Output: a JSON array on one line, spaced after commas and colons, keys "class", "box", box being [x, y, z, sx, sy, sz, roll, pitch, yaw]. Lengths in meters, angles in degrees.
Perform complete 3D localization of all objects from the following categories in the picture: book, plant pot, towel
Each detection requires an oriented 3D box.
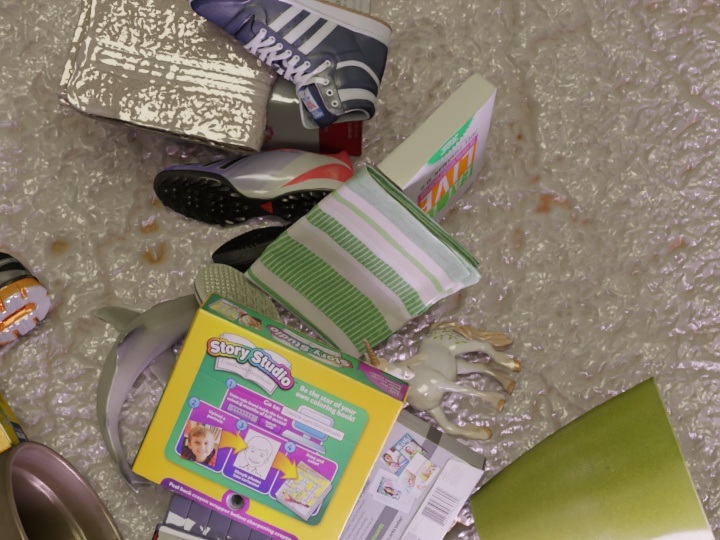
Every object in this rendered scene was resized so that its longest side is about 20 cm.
[{"class": "book", "box": [0.069, -0.099, 1.708, 0.048, 0.200, 0.134, 42, 77, 13]}, {"class": "plant pot", "box": [-0.324, 0.280, 1.602, 0.173, 0.200, 0.200, -30, 76, 10]}, {"class": "plant pot", "box": [0.210, 0.220, 1.646, 0.200, 0.187, 0.187, -21, 75, 8]}, {"class": "towel", "box": [0.000, 0.000, 1.668, 0.153, 0.200, 0.023, 40, 44, -15]}, {"class": "towel", "box": [-0.176, -0.191, 1.668, 0.200, 0.034, 0.133, 12, 78, 3]}]

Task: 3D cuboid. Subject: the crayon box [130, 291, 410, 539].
[{"class": "crayon box", "box": [-0.081, 0.140, 1.604, 0.200, 0.058, 0.173, 25, 107, 1]}]

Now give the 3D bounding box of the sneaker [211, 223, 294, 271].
[{"class": "sneaker", "box": [-0.041, 0.000, 1.742, 0.200, 0.060, 0.104, -16, 108, 20]}]

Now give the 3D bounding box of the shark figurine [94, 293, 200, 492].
[{"class": "shark figurine", "box": [-0.220, 0.100, 1.703, 0.128, 0.090, 0.215, 18, 72, 5]}]

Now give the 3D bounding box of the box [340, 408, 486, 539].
[{"class": "box", "box": [-0.007, 0.192, 1.658, 0.200, 0.041, 0.156, 29, 105, 0]}]

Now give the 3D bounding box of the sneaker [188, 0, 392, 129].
[{"class": "sneaker", "box": [-0.066, -0.195, 1.628, 0.200, 0.070, 0.109, 13, 76, -23]}]

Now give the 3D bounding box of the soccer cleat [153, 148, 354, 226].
[{"class": "soccer cleat", "box": [-0.105, -0.090, 1.780, 0.200, 0.068, 0.073, 2, 50, 3]}]

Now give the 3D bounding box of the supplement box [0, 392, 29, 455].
[{"class": "supplement box", "box": [-0.422, 0.171, 1.648, 0.200, 0.109, 0.110, -32, 84, -4]}]

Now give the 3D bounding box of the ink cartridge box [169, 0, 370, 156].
[{"class": "ink cartridge box", "box": [-0.093, -0.208, 1.765, 0.200, 0.145, 0.145, 3, 75, 0]}]

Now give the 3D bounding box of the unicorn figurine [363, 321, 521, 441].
[{"class": "unicorn figurine", "box": [0.074, 0.099, 1.681, 0.137, 0.200, 0.074, 24, 107, 7]}]

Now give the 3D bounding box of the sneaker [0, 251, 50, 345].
[{"class": "sneaker", "box": [-0.399, 0.055, 1.723, 0.200, 0.078, 0.077, -31, 56, -9]}]

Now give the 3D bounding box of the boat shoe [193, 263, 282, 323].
[{"class": "boat shoe", "box": [-0.097, 0.082, 1.715, 0.200, 0.062, 0.075, 51, 48, 5]}]

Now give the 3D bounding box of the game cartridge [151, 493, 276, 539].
[{"class": "game cartridge", "box": [-0.151, 0.321, 1.667, 0.130, 0.038, 0.200, 18, 74, -1]}]
